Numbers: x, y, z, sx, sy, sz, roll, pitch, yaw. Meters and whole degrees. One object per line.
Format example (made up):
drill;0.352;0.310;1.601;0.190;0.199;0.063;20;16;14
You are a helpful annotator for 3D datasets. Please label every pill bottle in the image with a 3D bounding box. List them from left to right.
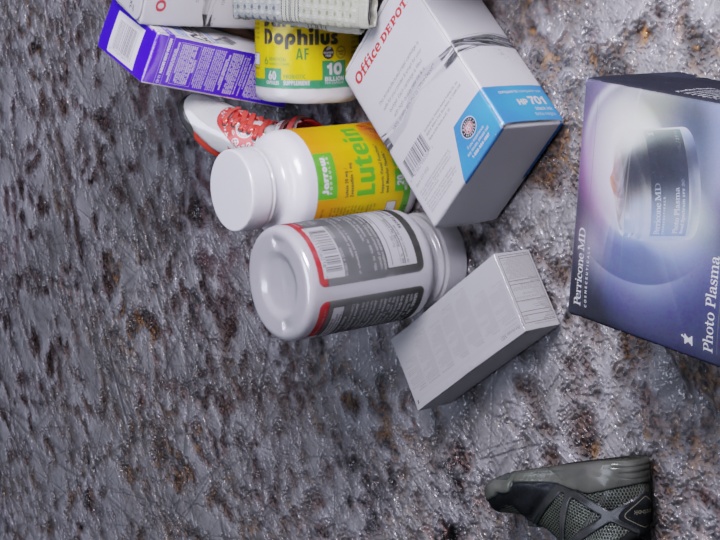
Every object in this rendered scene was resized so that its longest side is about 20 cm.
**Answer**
pill bottle;-0.057;-0.282;1.601;0.113;0.112;0.201;16;109;52
pill bottle;-0.049;-0.092;1.554;0.111;0.199;0.112;16;110;52
pill bottle;0.000;0.000;1.505;0.114;0.199;0.115;16;111;52

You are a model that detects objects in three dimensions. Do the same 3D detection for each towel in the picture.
towel;-0.047;-0.336;1.493;0.199;0.034;0.194;14;104;41

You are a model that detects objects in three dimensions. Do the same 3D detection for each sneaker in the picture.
sneaker;-0.104;-0.152;1.680;0.201;0.067;0.108;41;138;0
sneaker;0.190;0.234;1.396;0.199;0.076;0.115;-14;80;49

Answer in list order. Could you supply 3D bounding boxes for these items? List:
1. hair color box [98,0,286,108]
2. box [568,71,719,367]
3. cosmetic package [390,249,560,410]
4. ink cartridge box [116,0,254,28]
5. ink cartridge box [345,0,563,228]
hair color box;-0.179;-0.244;1.700;0.109;0.199;0.065;40;114;42
box;0.274;-0.042;1.183;0.198;0.123;0.201;21;113;52
cosmetic package;0.110;0.061;1.493;0.200;0.050;0.083;-42;61;50
ink cartridge box;-0.157;-0.346;1.644;0.084;0.199;0.145;44;128;44
ink cartridge box;0.085;-0.165;1.451;0.201;0.086;0.147;62;140;27
